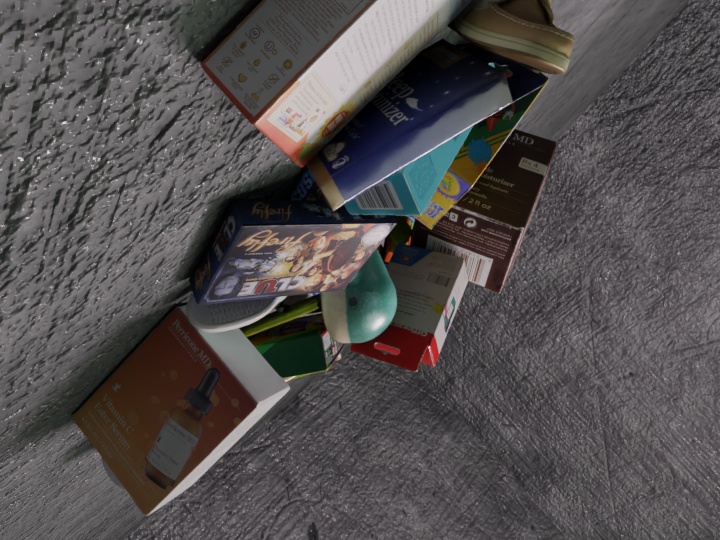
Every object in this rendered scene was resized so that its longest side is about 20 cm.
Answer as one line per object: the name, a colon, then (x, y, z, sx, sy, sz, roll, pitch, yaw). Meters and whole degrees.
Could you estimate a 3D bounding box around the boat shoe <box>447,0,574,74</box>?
boat shoe: (0.117, -0.216, 0.506, 0.067, 0.073, 0.201, -65, -153, 25)

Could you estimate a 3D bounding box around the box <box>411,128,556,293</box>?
box: (0.193, -0.108, 0.989, 0.165, 0.164, 0.201, 91, 24, -54)

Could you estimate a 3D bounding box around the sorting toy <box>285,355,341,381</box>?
sorting toy: (-0.158, 0.168, 1.018, 0.184, 0.037, 0.199, -4, -172, 43)

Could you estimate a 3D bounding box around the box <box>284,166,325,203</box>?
box: (0.006, -0.127, 0.730, 0.198, 0.050, 0.200, -34, 167, -50)

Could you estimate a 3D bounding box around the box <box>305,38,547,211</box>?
box: (0.041, -0.137, 0.520, 0.199, 0.121, 0.033, -30, 126, 0)

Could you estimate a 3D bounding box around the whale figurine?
whale figurine: (0.000, 0.000, 0.865, 0.102, 0.203, 0.159, 0, 171, 4)

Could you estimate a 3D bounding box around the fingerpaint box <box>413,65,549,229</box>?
fingerpaint box: (0.130, -0.160, 0.788, 0.167, 0.073, 0.200, -53, 180, -12)

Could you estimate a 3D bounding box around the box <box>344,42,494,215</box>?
box: (0.055, -0.137, 0.578, 0.082, 0.049, 0.201, 4, -131, 37)

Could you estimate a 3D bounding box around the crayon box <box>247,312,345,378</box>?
crayon box: (-0.119, 0.117, 0.953, 0.170, 0.059, 0.200, -10, -175, 8)

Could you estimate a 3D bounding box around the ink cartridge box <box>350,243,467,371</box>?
ink cartridge box: (0.077, 0.065, 0.941, 0.201, 0.115, 0.068, -63, 153, -27)

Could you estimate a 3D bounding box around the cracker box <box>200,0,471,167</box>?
cracker box: (-0.002, -0.173, 0.431, 0.200, 0.058, 0.134, -43, 173, 4)

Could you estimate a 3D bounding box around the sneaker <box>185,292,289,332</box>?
sneaker: (-0.143, 0.040, 0.772, 0.200, 0.074, 0.118, -33, 170, -44)

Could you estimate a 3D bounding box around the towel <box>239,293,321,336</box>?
towel: (-0.144, 0.081, 0.858, 0.198, 0.018, 0.086, -22, -172, 6)

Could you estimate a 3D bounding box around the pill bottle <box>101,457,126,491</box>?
pill bottle: (-0.303, 0.263, 0.980, 0.114, 0.114, 0.200, -44, 171, 11)

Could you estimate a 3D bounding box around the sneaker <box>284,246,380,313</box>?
sneaker: (-0.045, 0.002, 1.007, 0.199, 0.077, 0.111, -40, 166, 5)

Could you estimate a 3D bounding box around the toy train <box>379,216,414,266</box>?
toy train: (0.064, -0.038, 1.051, 0.116, 0.084, 0.202, 95, 5, -66)

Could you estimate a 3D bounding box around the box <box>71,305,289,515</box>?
box: (-0.216, 0.161, 0.754, 0.200, 0.152, 0.106, -45, 170, 10)

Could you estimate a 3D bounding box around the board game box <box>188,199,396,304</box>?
board game box: (-0.072, -0.021, 0.681, 0.198, 0.035, 0.136, -5, 147, -39)
